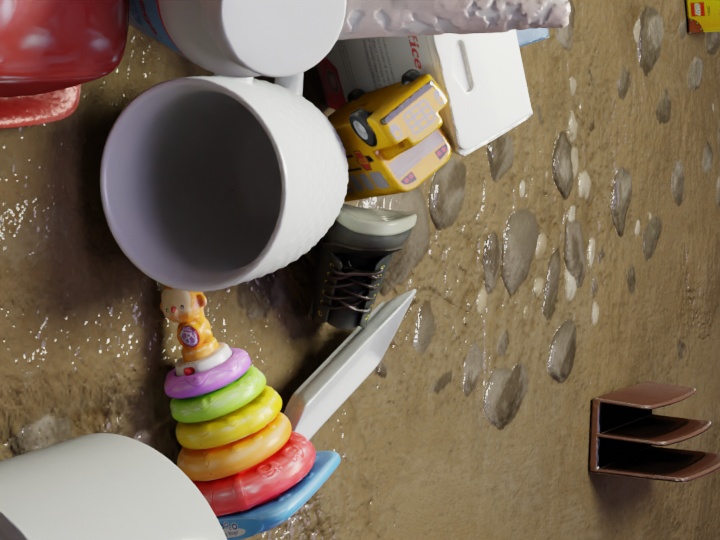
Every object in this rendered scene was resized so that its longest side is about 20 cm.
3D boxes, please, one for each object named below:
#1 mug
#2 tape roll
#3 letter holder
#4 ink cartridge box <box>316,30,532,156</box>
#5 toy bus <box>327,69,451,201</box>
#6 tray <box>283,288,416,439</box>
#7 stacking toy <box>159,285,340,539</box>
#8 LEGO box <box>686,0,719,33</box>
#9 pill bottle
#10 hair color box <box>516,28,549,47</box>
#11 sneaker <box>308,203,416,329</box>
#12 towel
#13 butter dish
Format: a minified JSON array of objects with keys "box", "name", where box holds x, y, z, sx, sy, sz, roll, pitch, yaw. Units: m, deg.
[{"box":[-0.081,-0.094,0.991,0.175,0.147,0.201,-20,122,-68],"name":"mug"},{"box":[-0.190,0.211,0.812,0.139,0.202,0.204,-13,105,-57],"name":"tape roll"},{"box":[0.415,0.218,1.825,0.200,0.142,0.101,-5,98,-57],"name":"letter holder"},{"box":[0.040,-0.194,1.117,0.085,0.200,0.146,-29,122,-22],"name":"ink cartridge box"},{"box":[0.010,-0.104,1.094,0.065,0.200,0.078,-39,104,-19],"name":"toy bus"},{"box":[-0.020,0.095,1.200,0.200,0.022,0.108,-44,164,-46],"name":"tray"},{"box":[-0.108,0.098,1.039,0.110,0.116,0.201,-38,113,-53],"name":"stacking toy"},{"box":[0.540,-0.471,2.006,0.149,0.077,0.201,-38,124,-50],"name":"LEGO box"},{"box":[-0.089,-0.184,0.854,0.108,0.200,0.109,-11,114,-25],"name":"pill bottle"},{"box":[0.074,-0.252,1.176,0.060,0.200,0.100,-21,113,-27],"name":"hair color box"},{"box":[0.000,0.000,1.133,0.200,0.074,0.107,-163,-100,-84],"name":"sneaker"},{"box":[0.047,-0.245,1.003,0.032,0.199,0.192,84,4,-53],"name":"towel"},{"box":[-0.202,-0.183,0.799,0.200,0.147,0.200,-15,107,-57],"name":"butter dish"}]
